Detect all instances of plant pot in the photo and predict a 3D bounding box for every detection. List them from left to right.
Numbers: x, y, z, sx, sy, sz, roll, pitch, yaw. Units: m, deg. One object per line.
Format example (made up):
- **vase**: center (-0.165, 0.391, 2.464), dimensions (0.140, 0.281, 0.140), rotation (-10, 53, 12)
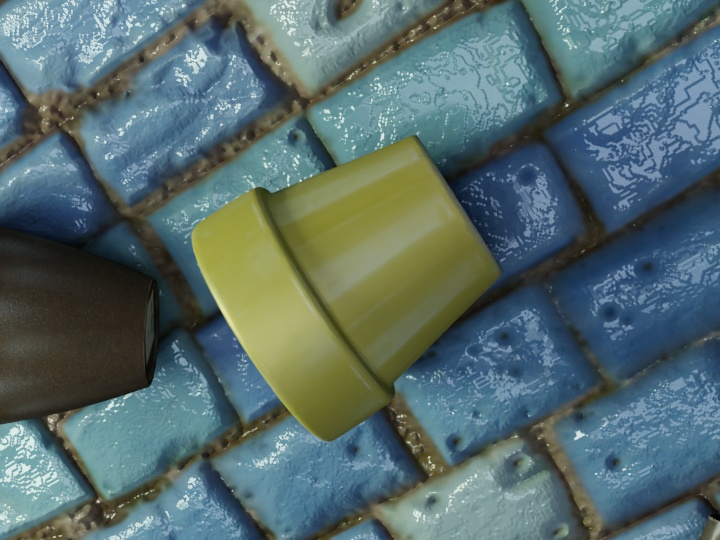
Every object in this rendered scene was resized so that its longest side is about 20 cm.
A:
- **plant pot**: center (-0.275, 0.047, 1.187), dimensions (0.199, 0.187, 0.188), rotation (2, 107, -1)
- **plant pot**: center (0.000, 0.000, 1.092), dimensions (0.188, 0.201, 0.201), rotation (-32, 96, 4)

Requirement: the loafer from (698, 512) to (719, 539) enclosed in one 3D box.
- **loafer**: center (0.304, 0.228, 1.142), dimensions (0.200, 0.073, 0.071), rotation (-44, 81, 16)
